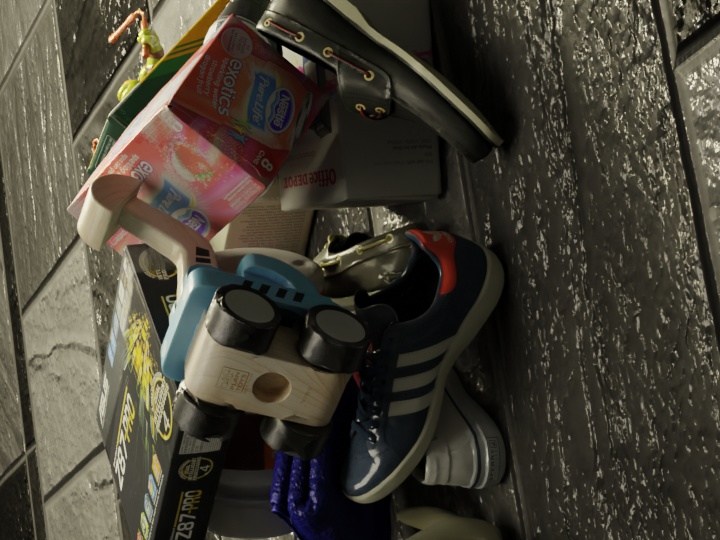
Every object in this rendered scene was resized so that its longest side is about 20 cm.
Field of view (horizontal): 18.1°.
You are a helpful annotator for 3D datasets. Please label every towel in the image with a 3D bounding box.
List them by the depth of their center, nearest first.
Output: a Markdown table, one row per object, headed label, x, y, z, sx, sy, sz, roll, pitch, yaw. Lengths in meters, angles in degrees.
| label | x | y | z | sx | sy | sz | roll | pitch | yaw |
| --- | --- | --- | --- | --- | --- | --- | --- | --- | --- |
| towel | -0.019 | 0.154 | 1.682 | 0.200 | 0.049 | 0.149 | 62 | -154 | -57 |

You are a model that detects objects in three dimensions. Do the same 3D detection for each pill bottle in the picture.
| label | x | y | z | sx | sy | sz | roll | pitch | yaw |
| --- | --- | --- | --- | --- | --- | --- | --- | --- | --- |
| pill bottle | -0.084 | 0.094 | 1.724 | 0.114 | 0.113 | 0.202 | -143 | 50 | -63 |

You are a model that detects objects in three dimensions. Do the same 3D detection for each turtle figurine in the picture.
| label | x | y | z | sx | sy | sz | roll | pitch | yaw |
| --- | --- | --- | --- | --- | --- | --- | --- | --- | --- |
| turtle figurine | -0.207 | -0.144 | 2.266 | 0.161 | 0.064 | 0.201 | 49 | 130 | 47 |

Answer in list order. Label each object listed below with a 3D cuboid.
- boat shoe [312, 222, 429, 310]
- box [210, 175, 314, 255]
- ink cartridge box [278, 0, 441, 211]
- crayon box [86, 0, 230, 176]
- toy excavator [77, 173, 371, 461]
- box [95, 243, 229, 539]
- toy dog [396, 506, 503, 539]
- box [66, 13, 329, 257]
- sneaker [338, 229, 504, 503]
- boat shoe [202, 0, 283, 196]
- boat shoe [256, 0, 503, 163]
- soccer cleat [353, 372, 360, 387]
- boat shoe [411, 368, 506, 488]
| label | x | y | z | sx | sy | sz | roll | pitch | yaw |
| --- | --- | --- | --- | --- | --- | --- | --- | --- | --- |
| boat shoe | 0.003 | 0.000 | 1.734 | 0.201 | 0.071 | 0.061 | -6 | 89 | 63 |
| box | -0.099 | -0.004 | 1.984 | 0.069 | 0.081 | 0.201 | -117 | 32 | -44 |
| ink cartridge box | -0.007 | -0.148 | 1.710 | 0.145 | 0.087 | 0.202 | 177 | 87 | -69 |
| crayon box | -0.156 | -0.164 | 2.027 | 0.051 | 0.200 | 0.126 | 38 | 153 | 1 |
| toy excavator | -0.100 | 0.020 | 1.562 | 0.201 | 0.193 | 0.100 | -101 | 29 | -57 |
| box | -0.145 | 0.104 | 1.664 | 0.201 | 0.049 | 0.162 | 106 | 152 | -46 |
| toy dog | 0.021 | 0.234 | 1.543 | 0.140 | 0.198 | 0.195 | 112 | 147 | -48 |
| box | -0.122 | -0.084 | 1.653 | 0.200 | 0.094 | 0.103 | -38 | 16 | 54 |
| sneaker | 0.019 | 0.062 | 1.577 | 0.075 | 0.084 | 0.201 | 26 | 92 | 57 |
| boat shoe | -0.088 | -0.135 | 1.720 | 0.201 | 0.069 | 0.067 | 89 | -161 | -53 |
| boat shoe | 0.014 | -0.134 | 1.584 | 0.201 | 0.063 | 0.074 | 39 | -178 | 18 |
| soccer cleat | -0.051 | 0.063 | 1.873 | 0.201 | 0.076 | 0.067 | -115 | 32 | -41 |
| boat shoe | 0.039 | 0.102 | 1.659 | 0.200 | 0.066 | 0.074 | -146 | 55 | -64 |
